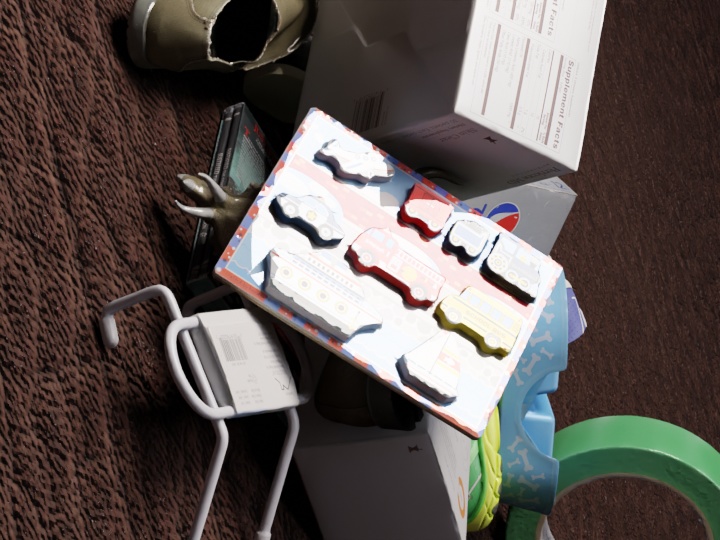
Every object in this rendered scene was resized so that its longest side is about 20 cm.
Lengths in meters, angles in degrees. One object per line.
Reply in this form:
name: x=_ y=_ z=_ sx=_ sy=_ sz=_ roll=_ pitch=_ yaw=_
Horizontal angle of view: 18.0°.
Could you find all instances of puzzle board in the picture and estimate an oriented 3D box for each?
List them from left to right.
puzzle board: x=0.022 y=-0.001 z=1.458 sx=0.200 sy=0.017 sz=0.151 roll=32 pitch=55 yaw=-4

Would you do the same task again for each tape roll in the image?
tape roll: x=0.221 y=0.216 z=1.882 sx=0.201 sy=0.200 sz=0.048 roll=62 pitch=22 yaw=-23

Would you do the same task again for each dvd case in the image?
dvd case: x=-0.067 y=-0.006 z=1.603 sx=0.146 sy=0.022 sz=0.200 roll=57 pitch=26 yaw=-33

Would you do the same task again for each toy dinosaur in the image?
toy dinosaur: x=-0.026 y=-0.030 z=1.515 sx=0.102 sy=0.199 sz=0.077 roll=-128 pitch=-141 yaw=-80

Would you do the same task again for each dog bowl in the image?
dog bowl: x=0.127 y=0.093 z=1.769 sx=0.112 sy=0.049 sz=0.201 roll=-97 pitch=-170 yaw=-72

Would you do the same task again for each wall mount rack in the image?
wall mount rack: x=-0.087 y=0.094 z=1.401 sx=0.200 sy=0.074 sz=0.174 roll=-1 pitch=70 yaw=-69

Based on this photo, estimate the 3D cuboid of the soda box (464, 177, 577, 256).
soda box: x=0.066 y=-0.059 z=1.752 sx=0.199 sy=0.068 sz=0.063 roll=9 pitch=25 yaw=-36

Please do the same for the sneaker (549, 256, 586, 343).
sneaker: x=0.129 y=-0.015 z=1.976 sx=0.200 sy=0.080 sz=0.115 roll=61 pitch=-6 yaw=-9

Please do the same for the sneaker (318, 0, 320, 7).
sneaker: x=-0.087 y=-0.235 z=1.706 sx=0.199 sy=0.076 sz=0.115 roll=19 pitch=6 yaw=-33

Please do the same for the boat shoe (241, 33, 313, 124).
boat shoe: x=-0.020 y=-0.127 z=1.753 sx=0.201 sy=0.073 sz=0.063 roll=40 pitch=44 yaw=-47

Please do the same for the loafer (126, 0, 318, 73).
loafer: x=-0.082 y=-0.167 z=1.583 sx=0.200 sy=0.069 sz=0.076 roll=-24 pitch=124 yaw=-56

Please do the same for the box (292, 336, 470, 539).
box: x=0.020 y=0.090 z=1.592 sx=0.200 sy=0.097 sz=0.125 roll=-84 pitch=163 yaw=-48

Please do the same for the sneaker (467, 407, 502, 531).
sneaker: x=0.061 y=0.099 z=1.727 sx=0.074 sy=0.083 sz=0.201 roll=140 pitch=-53 yaw=-73

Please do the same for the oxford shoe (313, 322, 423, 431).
oxford shoe: x=0.017 y=0.023 z=1.519 sx=0.073 sy=0.084 sz=0.200 roll=66 pitch=35 yaw=-33

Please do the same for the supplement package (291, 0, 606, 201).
supplement package: x=0.059 y=-0.140 z=1.578 sx=0.111 sy=0.200 sz=0.156 roll=21 pitch=70 yaw=-31
